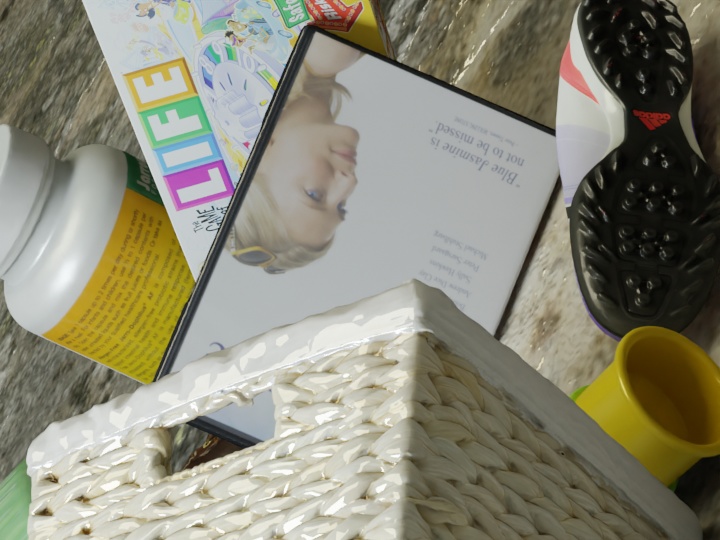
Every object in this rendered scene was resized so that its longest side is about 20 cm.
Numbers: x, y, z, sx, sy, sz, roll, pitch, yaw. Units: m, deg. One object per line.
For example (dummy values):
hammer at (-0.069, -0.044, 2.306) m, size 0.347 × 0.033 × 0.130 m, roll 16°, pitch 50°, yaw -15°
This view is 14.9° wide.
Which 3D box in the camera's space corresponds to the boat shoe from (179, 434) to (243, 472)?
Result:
boat shoe at (-0.048, 0.105, 1.412) m, size 0.200 × 0.070 × 0.071 m, roll -39°, pitch 27°, yaw 36°

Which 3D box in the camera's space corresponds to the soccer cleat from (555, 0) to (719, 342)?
soccer cleat at (0.117, -0.034, 1.200) m, size 0.073 × 0.068 × 0.201 m, roll 103°, pitch 170°, yaw -47°

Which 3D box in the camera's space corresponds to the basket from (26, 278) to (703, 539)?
basket at (0.000, 0.140, 1.022) m, size 0.198 × 0.200 × 0.162 m, roll -22°, pitch 47°, yaw 31°

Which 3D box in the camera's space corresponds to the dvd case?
dvd case at (0.000, 0.000, 1.312) m, size 0.018 × 0.142 × 0.201 m, roll 135°, pitch 157°, yaw -81°

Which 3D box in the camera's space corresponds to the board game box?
board game box at (-0.045, -0.083, 1.376) m, size 0.134 × 0.201 × 0.034 m, roll -14°, pitch 37°, yaw 8°

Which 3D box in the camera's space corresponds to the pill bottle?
pill bottle at (-0.127, -0.002, 1.528) m, size 0.113 × 0.199 × 0.113 m, roll -49°, pitch 25°, yaw 33°

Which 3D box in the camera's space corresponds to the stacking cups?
stacking cups at (0.073, 0.099, 1.137) m, size 0.200 × 0.060 × 0.061 m, roll -46°, pitch 28°, yaw 41°

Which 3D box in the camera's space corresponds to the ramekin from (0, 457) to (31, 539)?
ramekin at (-0.116, 0.177, 1.316) m, size 0.098 × 0.200 × 0.200 m, roll -50°, pitch 24°, yaw 13°
